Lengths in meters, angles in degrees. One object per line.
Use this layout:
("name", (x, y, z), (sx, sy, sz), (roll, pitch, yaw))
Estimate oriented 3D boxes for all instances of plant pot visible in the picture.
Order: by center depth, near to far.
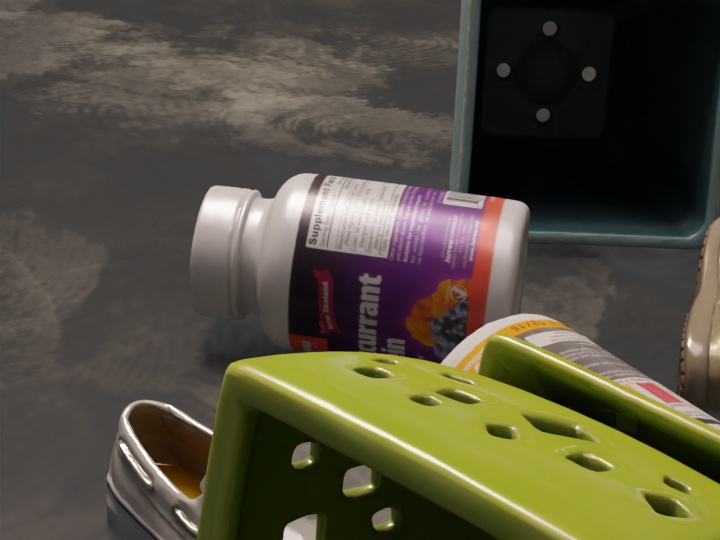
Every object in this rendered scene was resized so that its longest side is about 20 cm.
("plant pot", (0.061, 0.142, 0.669), (0.199, 0.200, 0.181), (24, 24, 38))
("plant pot", (0.159, -0.138, 1.319), (0.195, 0.197, 0.200), (2, 14, -6))

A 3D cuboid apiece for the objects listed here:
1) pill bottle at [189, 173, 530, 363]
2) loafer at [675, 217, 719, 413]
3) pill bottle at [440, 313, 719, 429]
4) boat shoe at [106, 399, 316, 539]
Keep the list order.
("pill bottle", (0.000, 0.000, 1.064), (0.199, 0.112, 0.112), (8, 24, 9))
("loafer", (0.242, 0.032, 1.089), (0.068, 0.076, 0.200), (11, 34, 12))
("pill bottle", (0.124, 0.109, 0.836), (0.116, 0.117, 0.200), (-12, 28, -32))
("boat shoe", (-0.056, 0.120, 0.836), (0.071, 0.070, 0.200), (-15, 30, -37))
